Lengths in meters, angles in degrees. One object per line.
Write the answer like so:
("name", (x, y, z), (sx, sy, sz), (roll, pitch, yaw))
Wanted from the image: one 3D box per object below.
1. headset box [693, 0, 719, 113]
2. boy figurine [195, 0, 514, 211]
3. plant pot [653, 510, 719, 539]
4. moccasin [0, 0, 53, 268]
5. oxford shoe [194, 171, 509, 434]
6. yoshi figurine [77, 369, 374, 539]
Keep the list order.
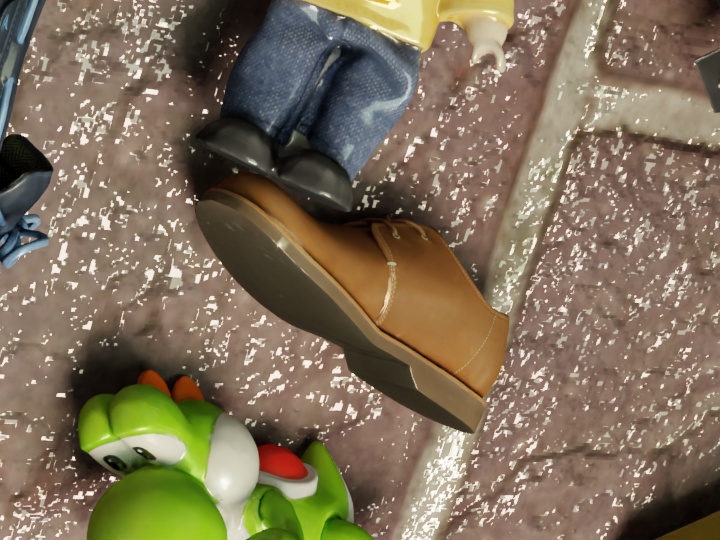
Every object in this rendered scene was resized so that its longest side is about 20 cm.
("headset box", (0.247, -0.122, 0.987), (0.199, 0.075, 0.149), (-26, 149, 8))
("boy figurine", (0.011, -0.124, 0.890), (0.124, 0.064, 0.201), (27, 89, -1))
("plant pot", (0.231, 0.232, 1.167), (0.195, 0.194, 0.201), (-20, 119, -22))
("moccasin", (-0.149, -0.038, 0.845), (0.068, 0.081, 0.201), (2, 116, -20))
("oxford shoe", (0.000, 0.000, 0.979), (0.200, 0.071, 0.072), (38, 75, -46))
("yoshi figurine", (-0.057, 0.131, 0.983), (0.112, 0.112, 0.200), (-45, 127, 6))
